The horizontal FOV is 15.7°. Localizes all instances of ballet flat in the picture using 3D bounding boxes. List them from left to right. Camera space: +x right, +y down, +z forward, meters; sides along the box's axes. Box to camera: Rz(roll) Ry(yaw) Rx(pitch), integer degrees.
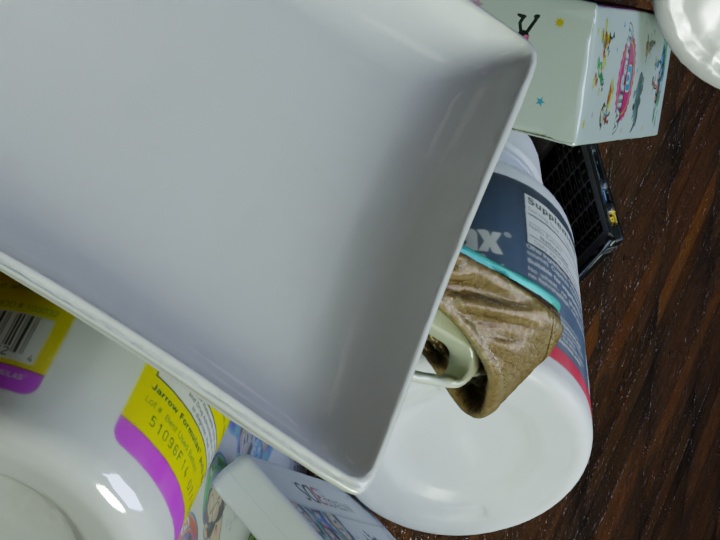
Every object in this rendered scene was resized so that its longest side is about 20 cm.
[{"bbox_3d":[0.000,0.000,1.062,0.200,0.068,0.072,36,74,-34],"label":"ballet flat"}]

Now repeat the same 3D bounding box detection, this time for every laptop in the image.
[{"bbox_3d":[0.063,-0.010,1.432,0.187,0.116,0.200,124,-47,-74],"label":"laptop"}]

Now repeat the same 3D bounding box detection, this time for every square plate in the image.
[{"bbox_3d":[-0.053,-0.052,0.829,0.028,0.198,0.200,-44,-162,50],"label":"square plate"}]

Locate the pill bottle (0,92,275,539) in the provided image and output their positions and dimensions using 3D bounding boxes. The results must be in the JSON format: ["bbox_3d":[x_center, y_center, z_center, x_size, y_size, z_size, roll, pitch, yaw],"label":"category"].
[{"bbox_3d":[-0.081,0.008,0.865,0.104,0.104,0.200,83,24,-48],"label":"pill bottle"}]

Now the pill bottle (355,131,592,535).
[{"bbox_3d":[0.045,0.016,1.243,0.200,0.119,0.120,-91,178,-49],"label":"pill bottle"}]

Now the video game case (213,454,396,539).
[{"bbox_3d":[0.032,0.163,1.100,0.024,0.200,0.182,-43,164,3],"label":"video game case"}]

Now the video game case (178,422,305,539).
[{"bbox_3d":[-0.062,0.092,1.112,0.200,0.024,0.182,-42,140,-65],"label":"video game case"}]

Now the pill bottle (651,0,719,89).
[{"bbox_3d":[0.191,-0.161,1.247,0.200,0.112,0.113,-76,172,-68],"label":"pill bottle"}]

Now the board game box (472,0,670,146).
[{"bbox_3d":[0.053,-0.102,1.189,0.200,0.147,0.064,-19,120,-73],"label":"board game box"}]
